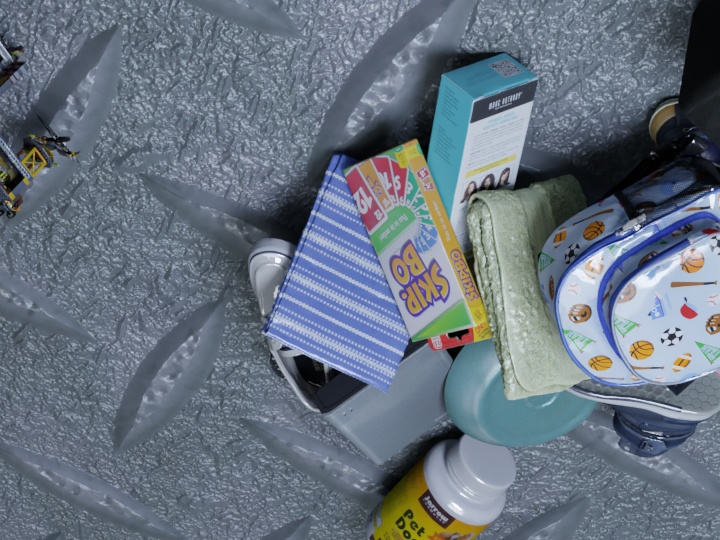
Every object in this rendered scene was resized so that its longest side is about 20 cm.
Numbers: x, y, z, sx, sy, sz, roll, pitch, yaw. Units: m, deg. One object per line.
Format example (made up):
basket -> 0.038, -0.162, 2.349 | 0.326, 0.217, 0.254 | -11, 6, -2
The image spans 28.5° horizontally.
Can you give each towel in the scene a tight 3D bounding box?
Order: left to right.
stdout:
towel -> 0.000, 0.000, 1.399 | 0.144, 0.201, 0.024 | 25, 168, -15
towel -> 0.176, 0.015, 1.349 | 0.036, 0.147, 0.202 | -11, 92, 55

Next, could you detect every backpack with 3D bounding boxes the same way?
backpack -> 0.260, 0.015, 1.266 | 0.189, 0.154, 0.201 | -23, 115, 12

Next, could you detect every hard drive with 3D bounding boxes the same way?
hard drive -> 0.040, 0.132, 1.501 | 0.139, 0.033, 0.200 | -36, 153, 1

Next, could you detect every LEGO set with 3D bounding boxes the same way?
LEGO set -> -0.371, -0.163, 1.383 | 0.153, 0.116, 0.201 | 1, 134, 50

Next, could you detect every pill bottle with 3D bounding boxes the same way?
pill bottle -> 0.096, 0.272, 1.655 | 0.109, 0.110, 0.200 | 27, 130, -14

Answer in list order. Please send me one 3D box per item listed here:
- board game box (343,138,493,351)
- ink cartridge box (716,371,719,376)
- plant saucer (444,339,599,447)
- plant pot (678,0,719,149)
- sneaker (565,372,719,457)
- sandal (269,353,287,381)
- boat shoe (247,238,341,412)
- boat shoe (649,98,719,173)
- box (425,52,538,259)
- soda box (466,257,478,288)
board game box -> 0.055, -0.018, 1.356 | 0.095, 0.030, 0.201 | -18, 98, 51
ink cartridge box -> 0.406, 0.020, 1.399 | 0.199, 0.083, 0.147 | -21, 124, 26
plant saucer -> 0.188, 0.122, 1.508 | 0.198, 0.036, 0.201 | -10, 130, -12
plant pot -> 0.379, -0.177, 1.173 | 0.199, 0.201, 0.177 | 36, 139, -21
sneaker -> 0.257, 0.127, 1.462 | 0.201, 0.077, 0.146 | 20, 156, 3
sandal -> -0.001, 0.077, 1.551 | 0.199, 0.048, 0.076 | -15, 127, 6
boat shoe -> -0.067, 0.059, 1.434 | 0.071, 0.066, 0.201 | -5, 129, 14
boat shoe -> 0.364, -0.104, 1.314 | 0.198, 0.063, 0.075 | 15, 130, -5
box -> 0.105, -0.100, 1.339 | 0.082, 0.049, 0.201 | -22, 138, -32
soda box -> 0.020, 0.022, 1.478 | 0.198, 0.068, 0.064 | -4, 130, 13
